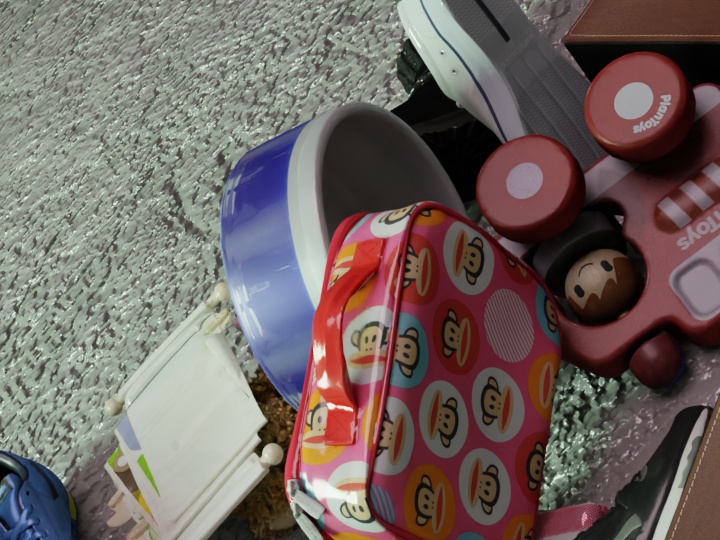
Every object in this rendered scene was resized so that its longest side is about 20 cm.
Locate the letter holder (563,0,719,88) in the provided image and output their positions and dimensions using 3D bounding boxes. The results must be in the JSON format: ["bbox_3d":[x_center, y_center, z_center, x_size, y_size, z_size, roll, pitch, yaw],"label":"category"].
[{"bbox_3d":[0.257,-0.162,1.365,0.199,0.101,0.143,7,56,49],"label":"letter holder"}]

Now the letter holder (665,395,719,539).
[{"bbox_3d":[0.234,0.142,1.037,0.142,0.101,0.201,-3,50,42],"label":"letter holder"}]

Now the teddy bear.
[{"bbox_3d":[-0.087,0.117,1.445,0.145,0.067,0.200,-44,34,-5],"label":"teddy bear"}]

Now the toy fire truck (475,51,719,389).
[{"bbox_3d":[0.174,-0.019,1.298,0.200,0.112,0.168,-37,55,5],"label":"toy fire truck"}]

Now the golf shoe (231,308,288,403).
[{"bbox_3d":[-0.044,0.039,1.457,0.092,0.073,0.200,-19,23,14],"label":"golf shoe"}]

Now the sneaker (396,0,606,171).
[{"bbox_3d":[0.098,-0.121,1.415,0.073,0.201,0.071,-37,9,-26],"label":"sneaker"}]

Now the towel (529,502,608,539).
[{"bbox_3d":[0.067,0.225,1.202,0.146,0.030,0.201,-17,42,31],"label":"towel"}]

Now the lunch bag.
[{"bbox_3d":[0.032,0.068,1.202,0.082,0.176,0.201,-8,61,39],"label":"lunch bag"}]

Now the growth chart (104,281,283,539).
[{"bbox_3d":[-0.118,0.110,1.410,0.145,0.018,0.200,-43,36,14],"label":"growth chart"}]

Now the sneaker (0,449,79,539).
[{"bbox_3d":[-0.228,0.195,1.499,0.066,0.079,0.200,-39,35,3],"label":"sneaker"}]

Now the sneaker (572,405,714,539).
[{"bbox_3d":[0.135,0.153,1.143,0.087,0.076,0.201,8,56,27],"label":"sneaker"}]

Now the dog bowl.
[{"bbox_3d":[0.000,0.000,1.361,0.078,0.200,0.201,-21,39,29],"label":"dog bowl"}]

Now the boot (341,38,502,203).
[{"bbox_3d":[0.043,-0.113,1.524,0.210,0.080,0.158,-21,39,-8],"label":"boot"}]
